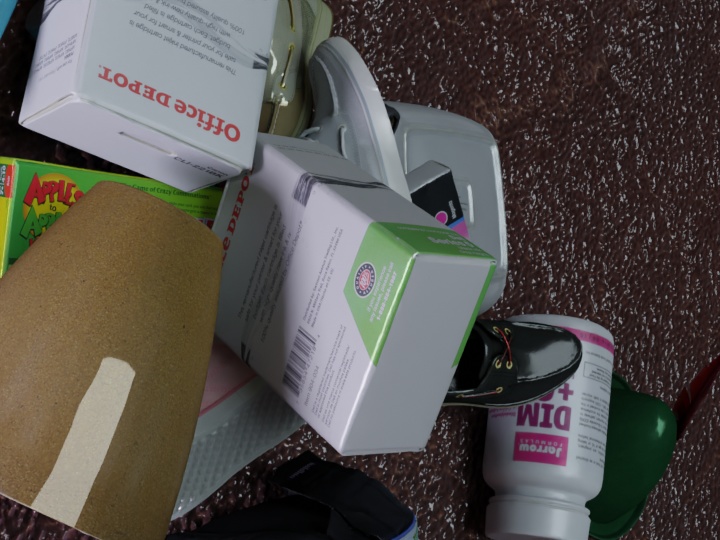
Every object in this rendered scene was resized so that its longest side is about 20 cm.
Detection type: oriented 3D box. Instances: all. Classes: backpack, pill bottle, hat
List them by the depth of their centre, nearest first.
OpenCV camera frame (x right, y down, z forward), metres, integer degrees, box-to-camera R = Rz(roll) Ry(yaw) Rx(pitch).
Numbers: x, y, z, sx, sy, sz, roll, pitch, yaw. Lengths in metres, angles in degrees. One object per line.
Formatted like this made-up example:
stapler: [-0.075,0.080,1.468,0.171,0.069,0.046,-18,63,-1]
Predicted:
backpack: [-0.046,0.232,0.952,0.199,0.189,0.156,-23,96,-42]
pill bottle: [0.173,0.151,1.233,0.113,0.113,0.203,22,68,-39]
hat: [0.306,0.167,1.315,0.164,0.175,0.203,-9,89,-44]

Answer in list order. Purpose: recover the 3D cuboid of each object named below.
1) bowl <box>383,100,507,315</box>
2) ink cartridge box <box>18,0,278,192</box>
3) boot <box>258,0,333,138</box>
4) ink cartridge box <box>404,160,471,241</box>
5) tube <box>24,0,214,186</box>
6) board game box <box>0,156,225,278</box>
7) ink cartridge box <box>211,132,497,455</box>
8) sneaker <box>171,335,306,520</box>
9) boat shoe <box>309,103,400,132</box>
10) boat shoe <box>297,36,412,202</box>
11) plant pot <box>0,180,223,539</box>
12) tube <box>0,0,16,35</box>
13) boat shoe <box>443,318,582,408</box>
bowl: [0.060,-0.055,1.188,0.198,0.074,0.203,4,80,-42]
ink cartridge box: [-0.139,-0.174,0.921,0.143,0.083,0.203,21,67,-35]
boot: [-0.104,-0.174,1.048,0.154,0.072,0.202,37,53,-35]
ink cartridge box: [0.000,0.000,1.066,0.199,0.037,0.096,-30,122,-18]
tube: [-0.168,-0.127,0.999,0.200,0.050,0.078,51,57,-34]
board game box: [-0.177,-0.019,0.954,0.198,0.047,0.103,6,92,-44]
ink cartridge box: [-0.019,0.011,0.913,0.083,0.200,0.147,4,114,-42]
sneaker: [-0.136,0.111,0.979,0.199,0.105,0.076,-31,131,-13]
boat shoe: [-0.034,-0.062,1.078,0.201,0.060,0.074,-59,161,-24]
boat shoe: [-0.014,-0.084,1.018,0.068,0.072,0.202,-12,79,-18]
plant pot: [-0.170,0.052,0.837,0.186,0.185,0.202,33,75,-35]
tube: [-0.259,-0.182,0.895,0.050,0.077,0.202,35,57,-38]
boat shoe: [0.106,0.079,1.153,0.199,0.063,0.075,-4,71,-15]
